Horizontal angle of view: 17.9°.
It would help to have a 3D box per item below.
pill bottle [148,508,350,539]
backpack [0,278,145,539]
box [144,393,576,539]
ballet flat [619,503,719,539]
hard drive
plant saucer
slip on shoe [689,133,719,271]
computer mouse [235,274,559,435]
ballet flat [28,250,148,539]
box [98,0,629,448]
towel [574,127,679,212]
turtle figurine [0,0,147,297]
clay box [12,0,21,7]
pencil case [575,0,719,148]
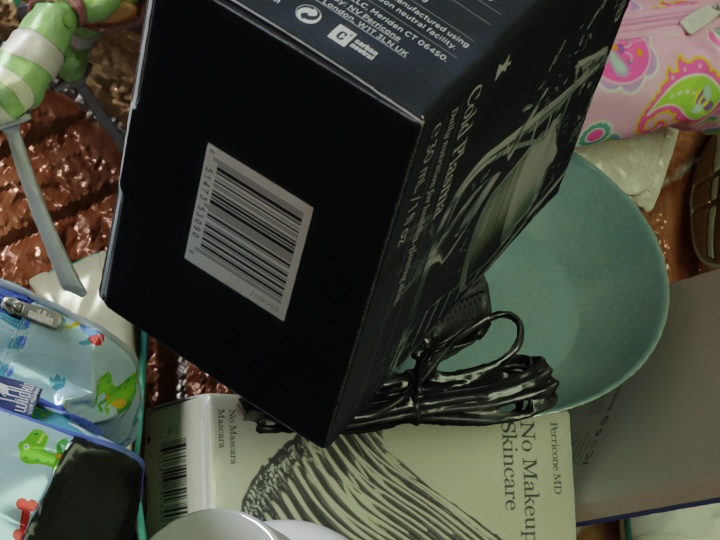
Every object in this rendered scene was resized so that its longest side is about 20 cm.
[{"bbox_3d":[-0.020,0.171,0.960,0.200,0.112,0.113,43,55,-52],"label":"pill bottle"},{"bbox_3d":[-0.183,0.072,0.882,0.199,0.183,0.148,19,71,1],"label":"backpack"},{"bbox_3d":[0.002,0.102,1.063,0.199,0.068,0.083,3,79,-31],"label":"box"},{"bbox_3d":[0.218,0.122,1.202,0.199,0.069,0.070,-4,81,-32],"label":"ballet flat"},{"bbox_3d":[0.155,0.057,1.091,0.025,0.200,0.132,37,62,-19],"label":"hard drive"},{"bbox_3d":[0.047,0.004,1.095,0.200,0.039,0.202,6,45,-7],"label":"plant saucer"},{"bbox_3d":[0.234,-0.080,1.254,0.060,0.076,0.201,34,56,-34],"label":"slip on shoe"},{"bbox_3d":[0.000,0.000,1.027,0.138,0.053,0.201,-3,50,-14],"label":"computer mouse"},{"bbox_3d":[-0.122,0.091,1.000,0.069,0.069,0.201,6,74,-31],"label":"ballet flat"},{"bbox_3d":[0.008,-0.073,0.922,0.124,0.201,0.197,32,51,13],"label":"box"},{"bbox_3d":[0.091,-0.126,1.194,0.199,0.034,0.133,32,63,-21],"label":"towel"},{"bbox_3d":[-0.156,-0.097,0.970,0.193,0.201,0.144,27,41,5],"label":"turtle figurine"},{"bbox_3d":[-0.115,-0.221,1.078,0.114,0.048,0.201,-1,78,-30],"label":"clay box"},{"bbox_3d":[0.108,-0.102,1.127,0.199,0.087,0.088,-8,83,-31],"label":"pencil case"}]
